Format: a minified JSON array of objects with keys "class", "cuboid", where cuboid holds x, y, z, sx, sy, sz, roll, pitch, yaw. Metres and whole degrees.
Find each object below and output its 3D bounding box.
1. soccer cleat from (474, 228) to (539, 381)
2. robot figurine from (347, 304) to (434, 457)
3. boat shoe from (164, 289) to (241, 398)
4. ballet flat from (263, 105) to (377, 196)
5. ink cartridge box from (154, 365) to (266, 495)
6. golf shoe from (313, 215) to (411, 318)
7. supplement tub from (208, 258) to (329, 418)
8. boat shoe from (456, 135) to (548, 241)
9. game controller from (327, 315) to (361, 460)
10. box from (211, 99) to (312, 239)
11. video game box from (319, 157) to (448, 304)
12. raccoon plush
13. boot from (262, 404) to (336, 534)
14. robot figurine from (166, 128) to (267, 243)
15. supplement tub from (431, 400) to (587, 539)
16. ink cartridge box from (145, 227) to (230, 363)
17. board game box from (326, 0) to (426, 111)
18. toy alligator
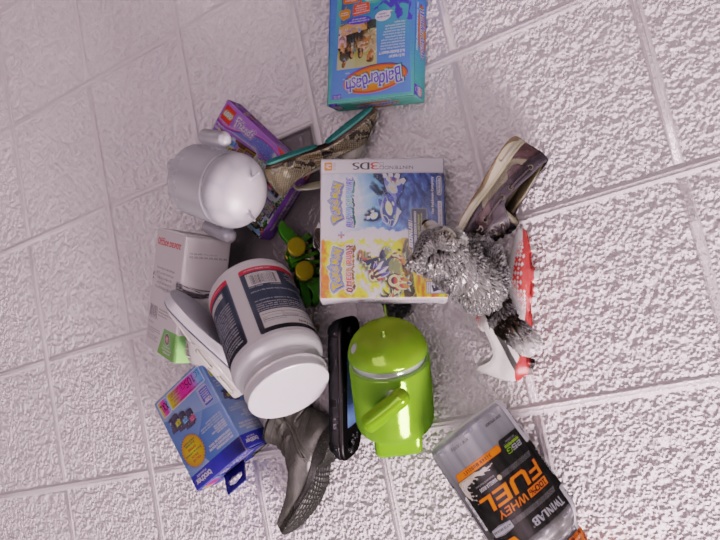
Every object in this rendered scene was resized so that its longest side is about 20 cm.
[{"class":"soccer cleat","cuboid":[0.195,0.046,0.886,0.083,0.068,0.206,3,96,17]},{"class":"robot figurine","cuboid":[0.043,0.156,0.921,0.112,0.176,0.205,-6,111,4]},{"class":"boat shoe","cuboid":[-0.239,0.119,1.027,0.065,0.072,0.200,-38,114,8]},{"class":"ballet flat","cuboid":[-0.050,-0.173,1.013,0.197,0.068,0.076,-28,109,2]},{"class":"ink cartridge box","cuboid":[-0.243,0.270,1.115,0.136,0.076,0.202,-41,73,21]},{"class":"golf shoe","cuboid":[0.000,0.000,0.998,0.202,0.077,0.095,55,135,15]},{"class":"supplement tub","cuboid":[-0.136,0.097,0.976,0.140,0.139,0.202,-44,51,20]},{"class":"boat shoe","cuboid":[0.184,-0.078,0.892,0.064,0.071,0.203,31,98,29]},{"class":"game controller","cuboid":[-0.019,0.171,0.978,0.041,0.104,0.206,-1,89,23]},{"class":"box","cuboid":[-0.185,-0.169,1.106,0.200,0.039,0.138,44,109,21]},{"class":"video game box","cuboid":[0.031,-0.057,0.930,0.177,0.047,0.206,-2,78,4]},{"class":"raccoon plush","cuboid":[0.144,0.016,0.802,0.199,0.133,0.098,41,106,21]},{"class":"boot","cuboid":[-0.108,0.298,1.055,0.129,0.067,0.204,28,95,30]},{"class":"robot figurine","cuboid":[-0.222,-0.131,1.028,0.197,0.112,0.174,18,119,40]},{"class":"supplement tub","cuboid":[0.192,0.284,0.855,0.122,0.122,0.202,-43,72,20]},{"class":"ink cartridge box","cuboid":[-0.290,0.039,1.107,0.144,0.082,0.206,12,96,53]},{"class":"board game box","cuboid":[0.024,-0.350,0.993,0.149,0.045,0.206,2,90,27]},{"class":"toy alligator","cuboid":[-0.077,0.011,1.042,0.053,0.059,0.204,-17,79,-15]}]
